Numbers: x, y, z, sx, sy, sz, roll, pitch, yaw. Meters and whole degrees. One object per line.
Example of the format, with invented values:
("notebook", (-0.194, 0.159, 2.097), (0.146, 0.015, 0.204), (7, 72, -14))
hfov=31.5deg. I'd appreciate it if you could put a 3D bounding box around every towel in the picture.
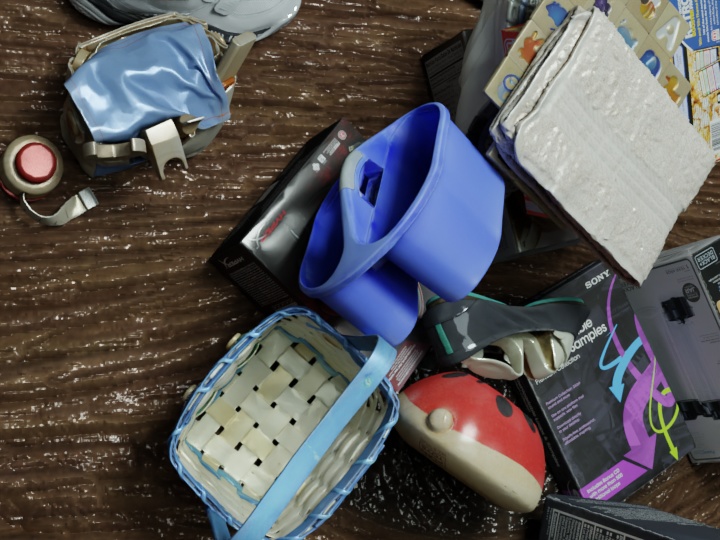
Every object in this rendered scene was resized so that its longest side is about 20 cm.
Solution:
("towel", (0.192, -0.094, 0.980), (0.200, 0.034, 0.133), (40, 79, -31))

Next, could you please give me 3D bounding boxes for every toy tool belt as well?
("toy tool belt", (-0.176, -0.123, 0.965), (0.199, 0.123, 0.125), (-32, 96, -27))

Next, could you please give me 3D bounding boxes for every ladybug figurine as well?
("ladybug figurine", (0.092, 0.132, 1.021), (0.135, 0.200, 0.072), (32, 84, 22))

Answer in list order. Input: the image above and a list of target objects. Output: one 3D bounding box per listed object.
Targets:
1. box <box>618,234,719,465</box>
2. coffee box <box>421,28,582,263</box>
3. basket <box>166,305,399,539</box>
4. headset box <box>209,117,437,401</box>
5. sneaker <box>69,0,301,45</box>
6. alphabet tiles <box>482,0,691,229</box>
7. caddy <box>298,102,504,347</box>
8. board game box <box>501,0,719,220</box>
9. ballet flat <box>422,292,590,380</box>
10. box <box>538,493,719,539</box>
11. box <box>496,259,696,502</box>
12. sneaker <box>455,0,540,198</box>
("box", (0.327, 0.076, 1.191), (0.060, 0.116, 0.201), (-25, 91, -31))
("coffee box", (0.141, -0.116, 1.149), (0.112, 0.080, 0.201), (-11, 86, -27))
("basket", (-0.056, 0.118, 0.928), (0.139, 0.200, 0.177), (42, 79, -15))
("headset box", (0.000, 0.000, 1.059), (0.200, 0.075, 0.149), (45, 64, -13))
("sneaker", (-0.125, -0.239, 1.013), (0.199, 0.115, 0.076), (0, 73, -26))
("alphabet tiles", (0.179, -0.141, 0.987), (0.166, 0.006, 0.201), (39, 79, -31))
("caddy", (0.024, -0.041, 0.939), (0.105, 0.141, 0.200), (42, 30, -19))
("board game box", (0.215, -0.143, 1.040), (0.199, 0.046, 0.153), (-19, 109, -28))
("ballet flat", (0.128, 0.058, 1.059), (0.199, 0.073, 0.074), (5, 78, -45))
("box", (0.237, 0.304, 1.037), (0.122, 0.198, 0.202), (10, 88, -25))
("box", (0.213, 0.107, 1.171), (0.142, 0.036, 0.201), (-28, 93, -28))
("sneaker", (0.115, -0.147, 1.058), (0.074, 0.087, 0.201), (17, 90, -25))
